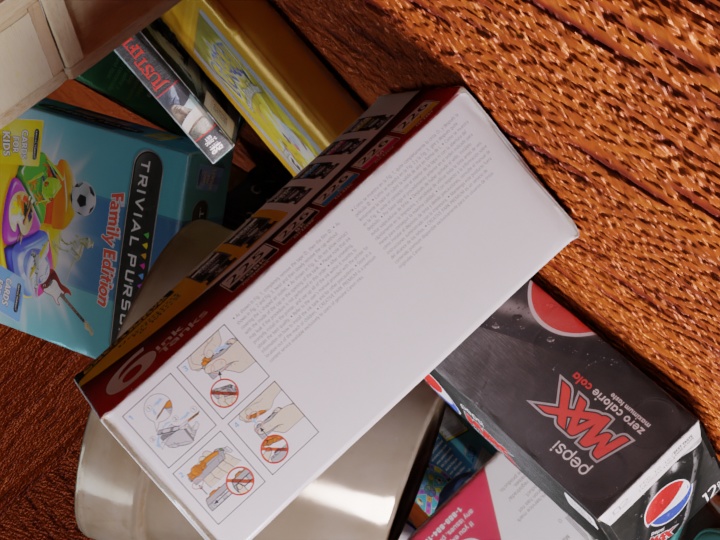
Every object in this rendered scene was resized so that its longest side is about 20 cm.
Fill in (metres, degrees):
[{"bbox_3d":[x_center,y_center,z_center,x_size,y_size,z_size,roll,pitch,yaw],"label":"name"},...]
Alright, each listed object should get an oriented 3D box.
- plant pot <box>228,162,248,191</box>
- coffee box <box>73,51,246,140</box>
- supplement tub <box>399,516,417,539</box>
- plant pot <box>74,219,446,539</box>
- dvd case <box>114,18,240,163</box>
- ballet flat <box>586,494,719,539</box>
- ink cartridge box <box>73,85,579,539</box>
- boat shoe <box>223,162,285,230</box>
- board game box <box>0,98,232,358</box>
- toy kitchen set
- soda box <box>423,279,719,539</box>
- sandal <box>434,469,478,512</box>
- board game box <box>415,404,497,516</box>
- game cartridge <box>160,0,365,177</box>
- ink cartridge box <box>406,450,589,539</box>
[{"bbox_3d":[-0.095,0.027,1.361,0.200,0.194,0.195,57,169,-27],"label":"plant pot"},{"bbox_3d":[-0.180,-0.147,1.224,0.199,0.044,0.123,29,180,-22],"label":"coffee box"},{"bbox_3d":[-0.045,0.176,1.195,0.146,0.145,0.200,52,-179,-35],"label":"supplement tub"},{"bbox_3d":[-0.048,0.092,1.044,0.173,0.201,0.200,20,168,8],"label":"plant pot"},{"bbox_3d":[-0.143,-0.163,1.076,0.200,0.022,0.146,48,-168,-16],"label":"dvd case"},{"bbox_3d":[0.176,0.143,0.890,0.070,0.069,0.200,51,171,-27],"label":"ballet flat"},{"bbox_3d":[-0.026,0.015,0.797,0.084,0.200,0.176,49,171,-12],"label":"ink cartridge box"},{"bbox_3d":[-0.083,-0.044,1.235,0.198,0.067,0.074,12,-178,13],"label":"boat shoe"},{"bbox_3d":[-0.187,-0.028,1.194,0.199,0.152,0.047,17,-165,31],"label":"board game box"},{"bbox_3d":[-0.214,-0.189,0.824,0.200,0.180,0.163,45,164,23],"label":"toy kitchen set"},{"bbox_3d":[0.084,0.054,0.876,0.200,0.071,0.063,42,172,40],"label":"soda box"},{"bbox_3d":[0.109,0.190,1.119,0.199,0.079,0.087,26,139,39],"label":"sandal"},{"bbox_3d":[0.070,0.118,1.220,0.200,0.047,0.151,47,152,8],"label":"board game box"},{"bbox_3d":[-0.056,-0.109,0.988,0.200,0.032,0.176,47,173,-2],"label":"game cartridge"},{"bbox_3d":[0.133,0.190,1.018,0.200,0.148,0.086,47,173,7],"label":"ink cartridge box"}]
